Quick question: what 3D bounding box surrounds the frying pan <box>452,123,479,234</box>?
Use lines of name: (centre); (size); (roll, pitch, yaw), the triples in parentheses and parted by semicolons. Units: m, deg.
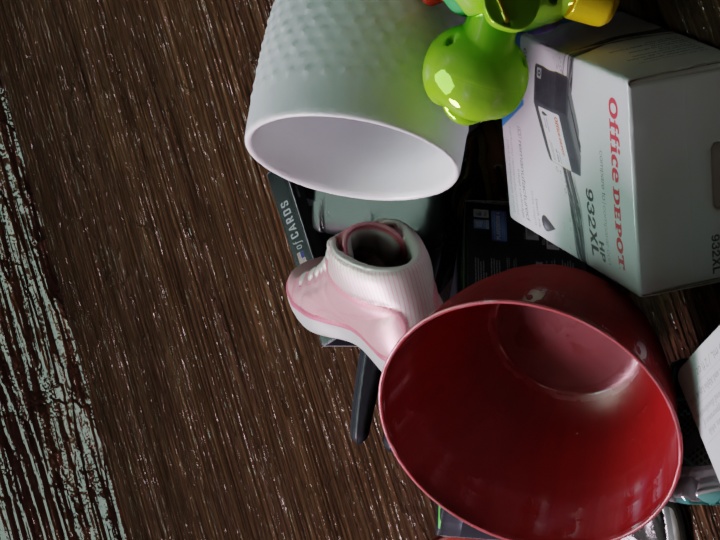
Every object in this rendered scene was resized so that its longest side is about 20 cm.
frying pan: (0.066, -0.116, 1.905); (0.115, 0.031, 0.191); (-120, 28, -42)

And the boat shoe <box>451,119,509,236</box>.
boat shoe: (0.100, -0.050, 1.778); (0.200, 0.068, 0.072); (96, 153, -47)

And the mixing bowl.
mixing bowl: (0.123, 0.071, 1.513); (0.109, 0.199, 0.201); (-61, -22, -49)

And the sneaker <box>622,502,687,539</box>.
sneaker: (0.170, 0.234, 1.696); (0.075, 0.115, 0.201); (-125, 28, -48)

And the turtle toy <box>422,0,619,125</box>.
turtle toy: (0.088, -0.192, 1.481); (0.101, 0.145, 0.201); (138, 145, -69)

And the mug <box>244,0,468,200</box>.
mug: (0.000, -0.149, 1.596); (0.200, 0.147, 0.176); (138, 144, -67)

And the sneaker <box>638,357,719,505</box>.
sneaker: (0.213, 0.104, 1.579); (0.200, 0.077, 0.092); (-173, 87, -67)

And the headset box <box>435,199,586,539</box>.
headset box: (0.109, 0.080, 1.717); (0.200, 0.092, 0.175); (97, 177, -47)

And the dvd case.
dvd case: (0.018, -0.010, 1.881); (0.025, 0.200, 0.151); (-31, 69, 34)

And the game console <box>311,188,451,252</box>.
game console: (0.024, -0.130, 1.745); (0.175, 0.116, 0.201); (11, 107, 36)

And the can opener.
can opener: (0.027, 0.040, 1.784); (0.079, 0.063, 0.201); (-15, -57, -68)

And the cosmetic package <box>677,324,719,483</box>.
cosmetic package: (0.269, 0.127, 1.396); (0.102, 0.074, 0.201); (115, 140, -63)

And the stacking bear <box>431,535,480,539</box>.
stacking bear: (0.131, 0.294, 1.876); (0.114, 0.121, 0.201); (-30, 84, 34)

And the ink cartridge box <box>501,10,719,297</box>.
ink cartridge box: (0.169, -0.083, 1.525); (0.200, 0.083, 0.146); (-143, 44, -63)

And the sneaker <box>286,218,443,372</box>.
sneaker: (0.000, 0.000, 1.683); (0.200, 0.075, 0.105); (33, 142, 58)
